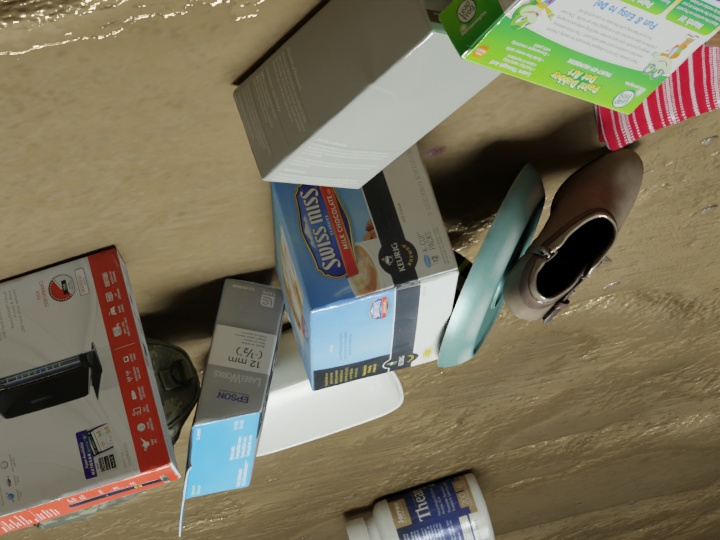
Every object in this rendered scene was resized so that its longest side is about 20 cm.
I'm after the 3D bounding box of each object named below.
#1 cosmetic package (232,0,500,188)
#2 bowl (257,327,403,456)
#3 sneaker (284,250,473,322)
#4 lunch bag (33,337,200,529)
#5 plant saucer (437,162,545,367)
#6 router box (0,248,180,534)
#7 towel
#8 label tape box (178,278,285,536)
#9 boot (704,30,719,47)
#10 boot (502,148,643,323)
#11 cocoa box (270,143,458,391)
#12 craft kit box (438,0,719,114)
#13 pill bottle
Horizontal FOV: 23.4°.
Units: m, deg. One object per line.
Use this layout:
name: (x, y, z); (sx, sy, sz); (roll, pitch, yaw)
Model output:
cosmetic package: (0.012, -0.143, 1.249); (0.106, 0.091, 0.200); (4, 146, -46)
bowl: (-0.063, 0.117, 1.814); (0.199, 0.075, 0.200); (-20, 158, 2)
sneaker: (0.021, 0.020, 1.671); (0.198, 0.076, 0.076); (-1, 162, -13)
lunch bag: (-0.245, 0.148, 1.656); (0.166, 0.140, 0.200); (-10, 157, -21)
plant saucer: (0.123, 0.000, 1.563); (0.027, 0.201, 0.200); (24, 158, 8)
router box: (-0.262, 0.104, 1.457); (0.178, 0.201, 0.049); (-17, 159, -2)
towel: (0.297, -0.169, 1.494); (0.199, 0.023, 0.145); (-20, 157, 3)
label tape box: (-0.119, 0.132, 1.607); (0.066, 0.201, 0.144); (10, 145, -2)
boot: (0.227, -0.232, 1.247); (0.185, 0.065, 0.200); (-10, 152, -6)
boot: (0.199, -0.035, 1.532); (0.200, 0.070, 0.146); (-53, -178, -7)
cocoa box: (0.000, 0.000, 1.507); (0.130, 0.134, 0.200); (-15, 158, -7)
craft kit box: (0.183, -0.197, 1.149); (0.199, 0.049, 0.198); (10, 132, -48)
pill bottle: (0.083, 0.368, 2.466); (0.198, 0.112, 0.111); (-17, 158, -4)
